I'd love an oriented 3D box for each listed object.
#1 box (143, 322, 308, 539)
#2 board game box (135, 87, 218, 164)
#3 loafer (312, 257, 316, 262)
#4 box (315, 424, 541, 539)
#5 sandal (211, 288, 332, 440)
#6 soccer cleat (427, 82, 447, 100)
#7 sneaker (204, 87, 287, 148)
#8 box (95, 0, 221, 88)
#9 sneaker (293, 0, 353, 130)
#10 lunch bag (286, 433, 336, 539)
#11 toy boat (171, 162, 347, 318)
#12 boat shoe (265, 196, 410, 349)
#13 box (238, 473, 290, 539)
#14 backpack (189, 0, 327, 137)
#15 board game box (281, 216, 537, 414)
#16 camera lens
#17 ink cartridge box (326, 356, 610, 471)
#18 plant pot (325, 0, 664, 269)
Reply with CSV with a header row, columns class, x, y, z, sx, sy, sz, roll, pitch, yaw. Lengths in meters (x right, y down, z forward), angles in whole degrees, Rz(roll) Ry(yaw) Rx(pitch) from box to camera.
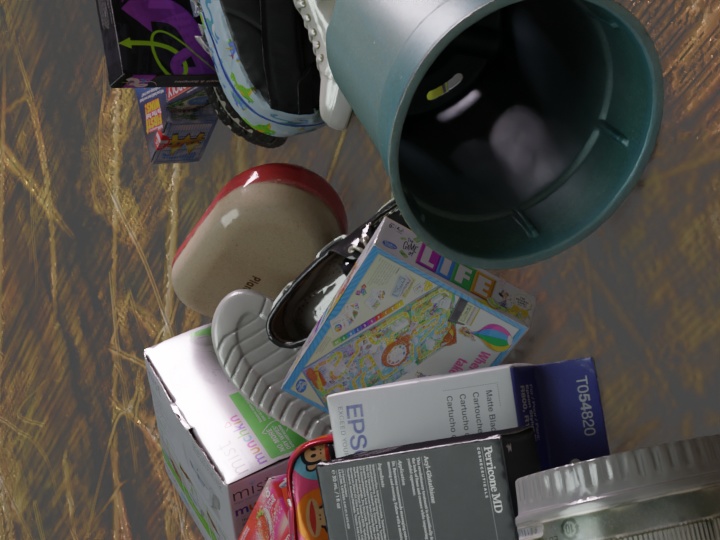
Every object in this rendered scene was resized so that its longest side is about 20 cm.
class,x,y,z,sx,sy,sz,roll,pitch,yaw
box,-0.121,0.180,1.502,0.200,0.096,0.177,50,153,44
board game box,-0.180,-0.217,1.626,0.200,0.061,0.202,-9,88,59
loafer,-0.023,0.055,1.423,0.072,0.063,0.201,32,131,17
box,0.062,0.218,1.083,0.140,0.079,0.202,-11,86,26
sandal,-0.053,0.102,1.392,0.203,0.082,0.050,44,176,5
soccer cleat,0.044,-0.203,1.247,0.084,0.064,0.202,-174,83,-73
sneaker,-0.112,-0.214,1.503,0.201,0.088,0.077,61,148,-3
box,-0.141,-0.238,1.428,0.036,0.199,0.144,-26,73,54
sneaker,-0.032,-0.214,1.290,0.073,0.084,0.202,107,167,-83
lunch bag,0.033,0.222,1.231,0.082,0.175,0.202,124,140,-82
toy boat,-0.088,-0.039,1.469,0.200,0.130,0.132,-46,27,51
boat shoe,0.000,0.000,1.299,0.200,0.060,0.074,-35,81,29
box,-0.051,0.269,1.376,0.100,0.095,0.201,60,142,33
backpack,-0.067,-0.218,1.367,0.201,0.162,0.154,68,154,15
board game box,0.034,0.060,1.251,0.200,0.134,0.034,-56,8,45
camera lens,0.186,0.215,0.984,0.160,0.159,0.202,-28,70,57
ink cartridge box,0.085,0.173,1.145,0.198,0.041,0.201,-11,84,16
plant pot,0.075,-0.135,1.106,0.196,0.199,0.202,-128,44,-53
